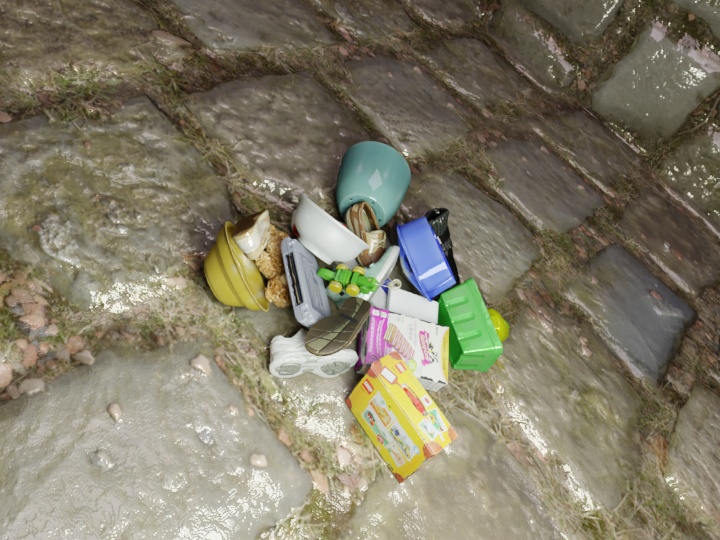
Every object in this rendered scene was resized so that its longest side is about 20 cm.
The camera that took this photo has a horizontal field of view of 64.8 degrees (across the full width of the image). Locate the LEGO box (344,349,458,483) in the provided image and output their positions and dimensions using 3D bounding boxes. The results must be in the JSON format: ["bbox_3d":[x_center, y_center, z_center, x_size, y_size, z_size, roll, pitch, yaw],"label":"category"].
[{"bbox_3d":[0.074,0.288,1.115,0.076,0.150,0.201,-20,65,-40],"label":"LEGO box"}]

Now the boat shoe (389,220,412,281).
[{"bbox_3d":[0.141,-0.052,1.506,0.072,0.075,0.203,3,53,-27],"label":"boat shoe"}]

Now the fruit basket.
[{"bbox_3d":[0.295,0.137,1.391,0.210,0.157,0.220,5,56,-8],"label":"fruit basket"}]

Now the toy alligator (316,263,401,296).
[{"bbox_3d":[-0.002,0.032,1.245,0.195,0.055,0.060,10,57,18],"label":"toy alligator"}]

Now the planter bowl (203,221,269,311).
[{"bbox_3d":[-0.268,0.009,1.175,0.082,0.201,0.203,-24,60,0],"label":"planter bowl"}]

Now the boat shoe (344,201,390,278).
[{"bbox_3d":[0.024,-0.073,1.380,0.075,0.073,0.204,-15,77,-43],"label":"boat shoe"}]

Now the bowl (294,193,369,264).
[{"bbox_3d":[-0.082,-0.079,1.291,0.200,0.091,0.201,38,3,-2],"label":"bowl"}]

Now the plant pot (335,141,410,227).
[{"bbox_3d":[0.022,-0.206,1.489,0.197,0.201,0.163,25,51,-8],"label":"plant pot"}]

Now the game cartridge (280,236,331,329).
[{"bbox_3d":[-0.112,0.040,1.222,0.133,0.040,0.204,39,30,-55],"label":"game cartridge"}]

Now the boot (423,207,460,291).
[{"bbox_3d":[0.205,-0.056,1.460,0.077,0.161,0.212,-7,27,4],"label":"boot"}]

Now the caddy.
[{"bbox_3d":[0.146,-0.027,1.352,0.204,0.103,0.141,69,11,20],"label":"caddy"}]

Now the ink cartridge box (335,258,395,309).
[{"bbox_3d":[0.026,0.028,1.395,0.094,0.037,0.201,-20,64,-40],"label":"ink cartridge box"}]

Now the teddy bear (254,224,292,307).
[{"bbox_3d":[-0.178,-0.019,1.275,0.145,0.066,0.203,50,24,-38],"label":"teddy bear"}]

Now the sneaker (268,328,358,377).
[{"bbox_3d":[-0.097,0.163,1.180,0.196,0.079,0.101,7,46,-26],"label":"sneaker"}]

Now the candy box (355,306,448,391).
[{"bbox_3d":[0.095,0.172,1.243,0.195,0.061,0.139,16,59,-15],"label":"candy box"}]

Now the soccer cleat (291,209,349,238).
[{"bbox_3d":[-0.082,-0.108,1.430,0.195,0.069,0.086,7,43,-24],"label":"soccer cleat"}]

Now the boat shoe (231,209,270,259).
[{"bbox_3d":[-0.224,-0.075,1.202,0.201,0.072,0.070,-86,154,-69],"label":"boat shoe"}]

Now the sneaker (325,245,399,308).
[{"bbox_3d":[0.000,0.000,1.319,0.117,0.074,0.202,37,84,12],"label":"sneaker"}]

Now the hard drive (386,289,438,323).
[{"bbox_3d":[0.115,0.150,1.317,0.129,0.026,0.204,18,58,-16],"label":"hard drive"}]

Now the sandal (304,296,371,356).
[{"bbox_3d":[-0.042,0.121,1.168,0.080,0.056,0.200,24,36,15],"label":"sandal"}]
